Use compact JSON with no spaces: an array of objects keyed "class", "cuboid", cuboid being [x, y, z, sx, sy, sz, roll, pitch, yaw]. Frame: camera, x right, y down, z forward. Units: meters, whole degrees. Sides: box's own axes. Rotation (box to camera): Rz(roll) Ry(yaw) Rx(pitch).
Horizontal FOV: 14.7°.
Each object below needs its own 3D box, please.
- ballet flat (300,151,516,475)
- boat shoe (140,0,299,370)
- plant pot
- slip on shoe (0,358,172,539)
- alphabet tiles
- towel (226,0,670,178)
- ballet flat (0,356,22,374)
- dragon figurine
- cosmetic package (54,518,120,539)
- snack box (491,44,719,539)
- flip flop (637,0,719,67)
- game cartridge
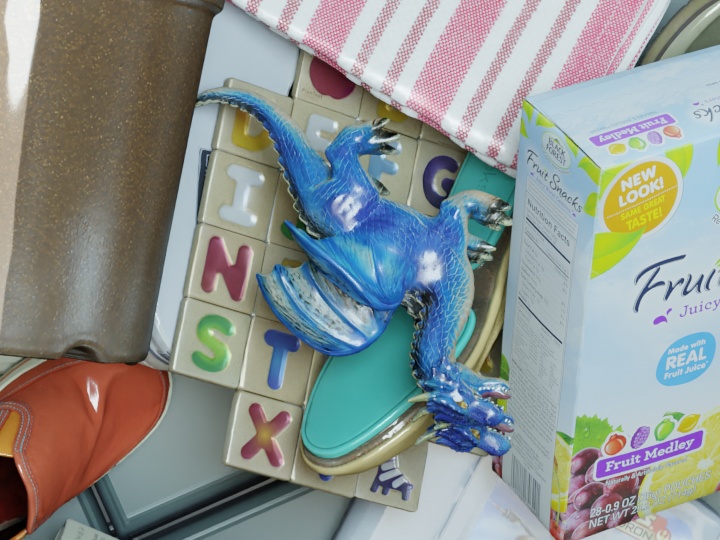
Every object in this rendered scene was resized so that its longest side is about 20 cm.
[{"class":"ballet flat","cuboid":[0.045,0.020,1.234,0.200,0.069,0.063,-57,136,-20]},{"class":"boat shoe","cuboid":[-0.076,-0.053,1.253,0.071,0.070,0.200,9,80,-30]},{"class":"plant pot","cuboid":[-0.151,-0.067,1.141,0.200,0.200,0.199,6,91,-5]},{"class":"slip on shoe","cuboid":[-0.154,0.091,1.231,0.200,0.061,0.074,-30,121,-38]},{"class":"alphabet tiles","cuboid":[0.000,0.000,1.247,0.166,0.006,0.200,17,76,-28]},{"class":"towel","cuboid":[0.033,-0.137,1.243,0.200,0.030,0.146,30,68,1]},{"class":"ballet flat","cuboid":[-0.193,0.042,1.266,0.069,0.069,0.200,38,96,-7]},{"class":"dragon figurine","cuboid":[-0.004,-0.005,1.165,0.200,0.059,0.099,35,58,3]},{"class":"cosmetic package","cuboid":[-0.067,0.205,1.272,0.200,0.073,0.104,24,106,-4]},{"class":"snack box","cuboid":[0.148,0.004,1.210,0.168,0.068,0.200,-17,128,-24]},{"class":"flip flop","cuboid":[0.146,-0.038,1.262,0.058,0.081,0.200,30,99,36]},{"class":"game cartridge","cuboid":[0.090,0.142,1.306,0.200,0.042,0.133,26,98,-6]}]
